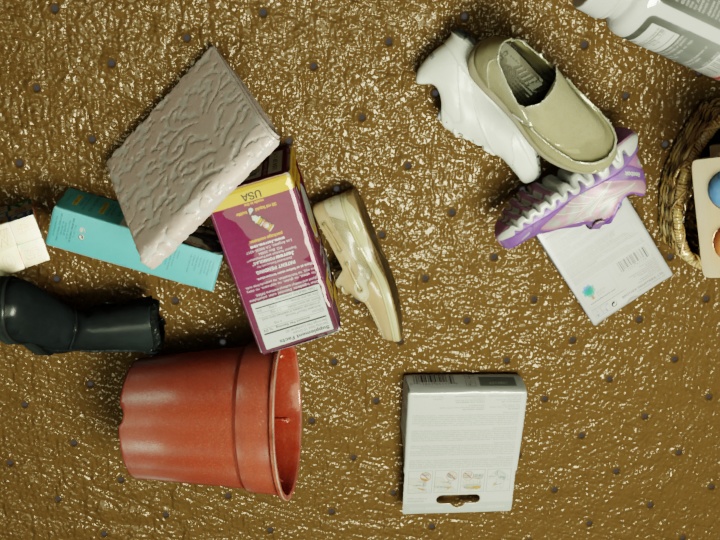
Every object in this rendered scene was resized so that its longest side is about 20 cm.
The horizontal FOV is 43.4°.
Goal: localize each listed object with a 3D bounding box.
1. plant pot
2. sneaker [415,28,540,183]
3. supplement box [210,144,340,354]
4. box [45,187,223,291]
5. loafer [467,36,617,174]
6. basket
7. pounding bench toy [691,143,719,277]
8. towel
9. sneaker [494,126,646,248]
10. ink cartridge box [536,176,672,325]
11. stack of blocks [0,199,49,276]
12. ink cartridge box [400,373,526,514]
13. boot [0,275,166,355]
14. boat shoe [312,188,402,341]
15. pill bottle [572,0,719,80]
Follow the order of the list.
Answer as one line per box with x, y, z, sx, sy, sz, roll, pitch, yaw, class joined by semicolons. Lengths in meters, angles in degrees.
-0.183;0.180;1.119;0.193;0.201;0.203;-1;112;5;plant pot
0.142;-0.182;1.063;0.087;0.075;0.201;-34;101;17;sneaker
-0.099;-0.027;1.066;0.102;0.131;0.202;-16;112;2;supplement box
-0.262;-0.038;1.076;0.198;0.082;0.050;16;109;-11;box
0.201;-0.179;0.981;0.199;0.068;0.076;37;86;-5;loafer
0.448;-0.093;1.071;0.141;0.149;0.202;8;112;-7;basket
0.437;-0.034;0.966;0.123;0.156;0.202;-4;103;31;pounding bench toy
-0.191;-0.128;0.999;0.200;0.192;0.032;-44;138;13;towel
0.253;-0.078;1.062;0.199;0.081;0.089;-34;110;7;sneaker
0.292;-0.043;1.137;0.119;0.042;0.201;-34;111;10;ink cartridge box
-0.470;-0.020;1.049;0.198;0.115;0.059;-20;114;-16;stack of blocks
0.135;0.237;1.237;0.161;0.057;0.202;0;120;-4;ink cartridge box
-0.323;0.054;1.065;0.166;0.200;0.077;-4;72;-1;boot
0.000;0.000;1.122;0.064;0.071;0.202;-18;104;10;boat shoe
0.346;-0.299;1.002;0.198;0.114;0.115;20;109;-11;pill bottle
